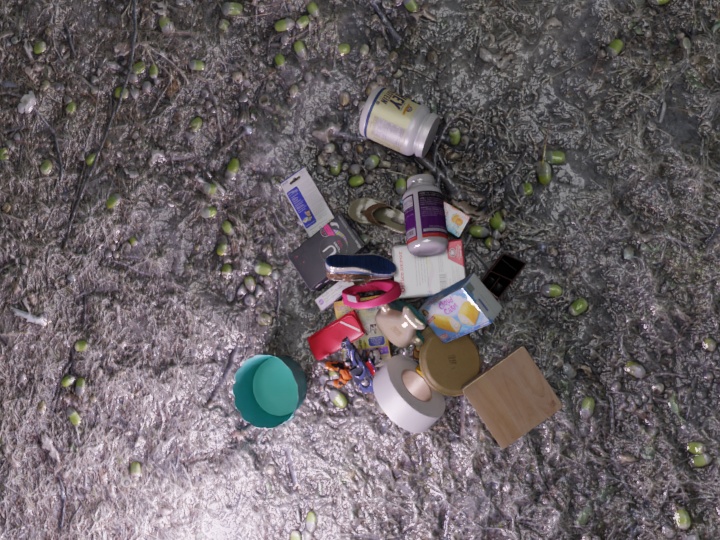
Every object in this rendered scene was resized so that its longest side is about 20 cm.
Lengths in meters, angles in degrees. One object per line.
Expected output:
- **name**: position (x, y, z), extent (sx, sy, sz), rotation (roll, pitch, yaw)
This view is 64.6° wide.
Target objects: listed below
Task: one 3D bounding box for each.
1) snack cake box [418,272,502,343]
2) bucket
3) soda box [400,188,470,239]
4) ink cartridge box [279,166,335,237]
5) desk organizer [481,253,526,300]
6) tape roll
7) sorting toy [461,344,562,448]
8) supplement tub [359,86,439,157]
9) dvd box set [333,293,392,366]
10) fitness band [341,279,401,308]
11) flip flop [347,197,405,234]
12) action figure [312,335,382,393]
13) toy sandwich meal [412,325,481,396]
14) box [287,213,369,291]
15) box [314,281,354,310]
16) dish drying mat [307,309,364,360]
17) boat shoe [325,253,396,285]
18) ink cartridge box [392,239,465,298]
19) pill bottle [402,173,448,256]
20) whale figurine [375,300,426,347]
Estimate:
- **snack cake box**: position (0.251, 0.100, 1.460), extent (0.115, 0.200, 0.067), rotation (48, 55, -3)
- **bucket**: position (-0.253, 0.339, 1.627), extent (0.202, 0.135, 0.212), rotation (-1, 85, 11)
- **soda box**: position (0.212, -0.167, 1.611), extent (0.198, 0.064, 0.069), rotation (33, 92, 12)
- **ink cartridge box**: position (-0.153, -0.199, 1.697), extent (0.094, 0.037, 0.202), rotation (-31, 83, 8)
- **desk organizer**: position (0.357, 0.042, 1.532), extent (0.071, 0.077, 0.201), rotation (39, 76, 10)
- **tape roll**: position (0.130, 0.326, 1.517), extent (0.202, 0.202, 0.071), rotation (44, 116, 10)
- **sorting toy**: position (0.397, 0.329, 1.518), extent (0.197, 0.070, 0.202), rotation (-35, 98, 3)
- **supplement tub**: position (0.110, -0.415, 1.607), extent (0.197, 0.145, 0.147), rotation (26, 91, 11)
- **dvd box set**: position (0.008, 0.177, 1.625), extent (0.143, 0.029, 0.205), rotation (-9, 94, 10)
- **fitness band**: position (0.029, 0.062, 1.544), extent (0.141, 0.199, 0.038), rotation (-16, 101, -21)
- **flip flop**: position (0.057, -0.159, 1.642), extent (0.197, 0.058, 0.083), rotation (21, 90, 11)
- **action figure**: position (-0.035, 0.248, 1.575), extent (0.189, 0.105, 0.203), rotation (-14, 119, 5)
- **toy sandwich meal**: position (0.234, 0.247, 1.562), extent (0.201, 0.070, 0.210), rotation (5, 71, -14)
- **box**: position (-0.090, -0.050, 1.638), extent (0.199, 0.106, 0.123), rotation (-38, 80, 6)
- **box**: position (-0.043, 0.042, 1.657), extent (0.199, 0.041, 0.039), rotation (-38, 81, 5)
- **dish drying mat**: position (-0.073, 0.188, 1.621), extent (0.199, 0.018, 0.078), rotation (-33, 81, 32)
- **boat shoe**: position (0.000, 0.000, 1.564), extent (0.195, 0.073, 0.073), rotation (7, 46, -3)
- **ink cartridge box**: position (0.194, -0.002, 1.591), extent (0.195, 0.086, 0.151), rotation (-4, 85, 12)
- **pill bottle**: position (0.171, -0.148, 1.520), extent (0.110, 0.113, 0.205), rotation (-7, 75, 10)
- **whale figurine**: position (0.121, 0.127, 1.513), extent (0.159, 0.200, 0.104), rotation (46, 65, 0)
